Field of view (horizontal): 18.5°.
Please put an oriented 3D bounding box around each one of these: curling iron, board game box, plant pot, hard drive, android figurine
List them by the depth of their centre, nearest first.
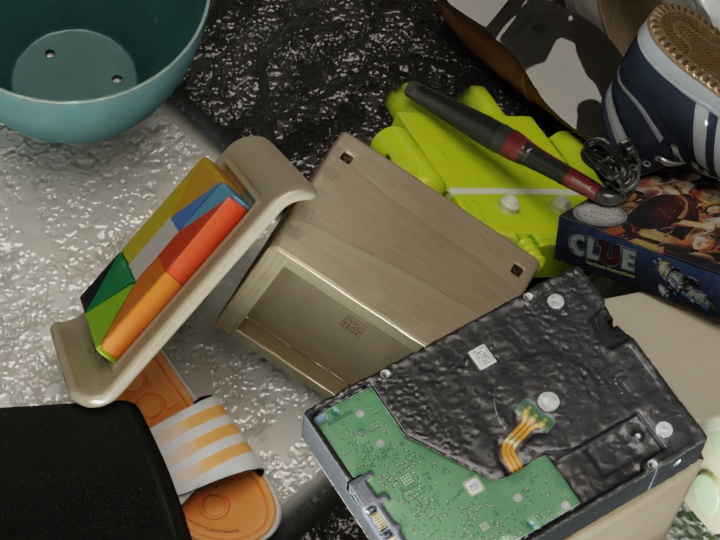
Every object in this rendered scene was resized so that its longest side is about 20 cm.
[{"bbox_3d":[0.084,0.099,1.298,0.200,0.038,0.140,-28,65,-19],"label":"hard drive"},{"bbox_3d":[-0.198,0.194,1.372,0.199,0.200,0.178,-3,50,-6],"label":"plant pot"},{"bbox_3d":[0.249,-0.012,1.475,0.200,0.035,0.135,21,31,30],"label":"board game box"},{"bbox_3d":[0.112,-0.092,1.532,0.200,0.026,0.050,23,55,32],"label":"curling iron"},{"bbox_3d":[0.097,-0.064,1.567,0.182,0.041,0.200,1,39,-31],"label":"android figurine"},{"bbox_3d":[-0.208,-0.170,1.585,0.199,0.135,0.201,2,62,-4],"label":"plant pot"}]

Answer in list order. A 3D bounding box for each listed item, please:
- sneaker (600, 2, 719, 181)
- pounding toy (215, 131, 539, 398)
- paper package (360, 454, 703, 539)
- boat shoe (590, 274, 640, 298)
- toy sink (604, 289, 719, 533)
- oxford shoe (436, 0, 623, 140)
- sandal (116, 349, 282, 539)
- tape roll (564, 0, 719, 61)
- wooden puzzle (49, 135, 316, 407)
[{"bbox_3d":[0.247,-0.078,1.500,0.200,0.109,0.070,48,49,11],"label":"sneaker"},{"bbox_3d":[0.000,0.000,1.502,0.184,0.200,0.142,34,63,-3],"label":"pounding toy"},{"bbox_3d":[0.102,0.160,1.399,0.190,0.200,0.104,-25,66,-16],"label":"paper package"},{"bbox_3d":[0.236,-0.012,1.587,0.200,0.070,0.072,-23,41,-14],"label":"boat shoe"},{"bbox_3d":[0.249,0.087,1.462,0.200,0.112,0.130,-10,39,-28],"label":"toy sink"},{"bbox_3d":[0.137,-0.157,1.646,0.071,0.071,0.200,-42,77,-15],"label":"oxford shoe"},{"bbox_3d":[-0.133,0.103,1.489,0.079,0.059,0.207,-32,69,-19],"label":"sandal"},{"bbox_3d":[0.230,-0.185,1.595,0.071,0.203,0.203,-30,68,-19],"label":"tape roll"},{"bbox_3d":[-0.125,-0.009,1.440,0.200,0.185,0.037,-44,108,1],"label":"wooden puzzle"}]
